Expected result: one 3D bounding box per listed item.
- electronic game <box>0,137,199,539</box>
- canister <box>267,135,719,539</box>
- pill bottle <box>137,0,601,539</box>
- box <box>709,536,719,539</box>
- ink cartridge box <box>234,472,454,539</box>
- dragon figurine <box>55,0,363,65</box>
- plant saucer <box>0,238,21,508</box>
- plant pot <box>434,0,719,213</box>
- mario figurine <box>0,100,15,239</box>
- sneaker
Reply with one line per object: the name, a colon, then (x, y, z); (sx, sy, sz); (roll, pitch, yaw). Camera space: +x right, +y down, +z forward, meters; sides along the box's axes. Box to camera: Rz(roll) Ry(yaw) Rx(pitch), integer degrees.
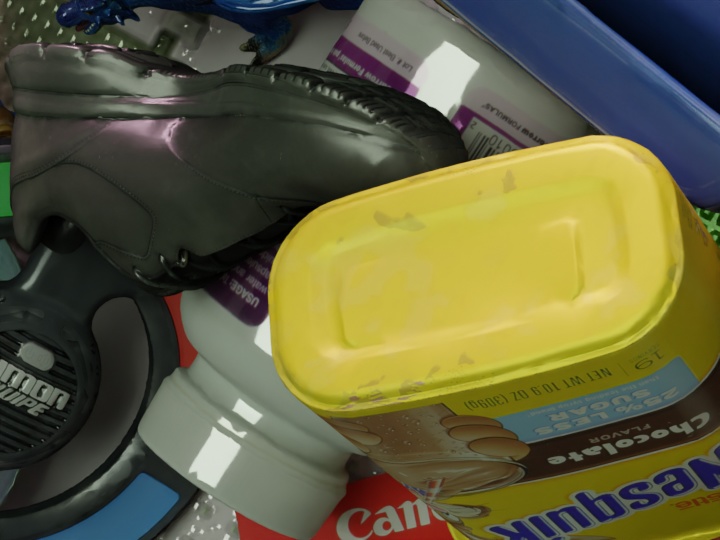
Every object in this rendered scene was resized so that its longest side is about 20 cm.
electronic game: (-0.143, 0.043, 0.970); (0.200, 0.200, 0.042); (-56, 27, 7)
canister: (0.070, 0.037, 0.833); (0.148, 0.200, 0.087); (-14, 63, 19)
pill bottle: (0.000, 0.000, 0.940); (0.112, 0.112, 0.200); (35, 95, 24)
box: (0.186, 0.123, 0.823); (0.200, 0.100, 0.096); (-21, 75, 5)
ink cartridge box: (0.023, 0.144, 0.945); (0.161, 0.050, 0.200); (-16, 77, 20)
dragon figurine: (-0.029, -0.127, 0.981); (0.200, 0.099, 0.059); (-9, 79, 22)
plant saucer: (-0.219, 0.051, 1.071); (0.201, 0.039, 0.201); (-4, 80, 23)
plant pot: (0.146, -0.126, 0.855); (0.200, 0.200, 0.180); (42, 106, 24)
mario figurine: (-0.214, -0.092, 1.029); (0.106, 0.124, 0.200); (-22, 59, -27)
sneaker: (-0.048, -0.032, 0.878); (0.200, 0.076, 0.091); (8, 92, 37)
